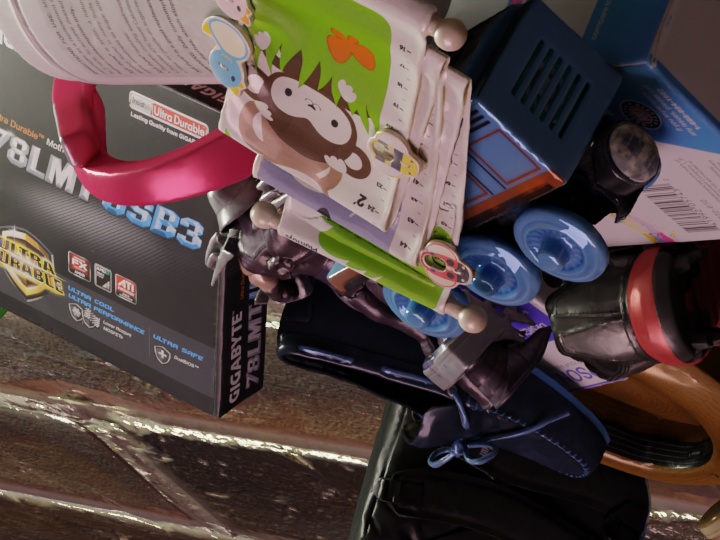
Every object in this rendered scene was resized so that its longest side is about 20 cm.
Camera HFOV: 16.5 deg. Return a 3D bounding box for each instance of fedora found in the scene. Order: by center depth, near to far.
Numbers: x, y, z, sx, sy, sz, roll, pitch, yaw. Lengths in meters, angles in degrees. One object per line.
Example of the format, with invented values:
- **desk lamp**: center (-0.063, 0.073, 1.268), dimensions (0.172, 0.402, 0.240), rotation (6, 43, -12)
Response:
- **fedora**: center (0.165, 0.055, 1.479), dimensions (0.200, 0.082, 0.201), rotation (19, 158, 8)

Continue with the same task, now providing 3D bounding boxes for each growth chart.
- **growth chart**: center (-0.009, -0.066, 1.075), dimensions (0.145, 0.018, 0.200), rotation (23, 143, 23)

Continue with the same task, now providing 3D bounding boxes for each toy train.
- **toy train**: center (0.050, -0.043, 1.137), dimensions (0.114, 0.087, 0.200), rotation (43, 146, -16)

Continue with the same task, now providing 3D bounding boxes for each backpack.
- **backpack**: center (0.102, 0.155, 1.702), dimensions (0.200, 0.163, 0.154), rotation (17, 167, -3)

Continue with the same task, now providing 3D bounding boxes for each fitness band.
- **fitness band**: center (-0.082, -0.092, 1.245), dimensions (0.143, 0.200, 0.037), rotation (-19, 117, 0)

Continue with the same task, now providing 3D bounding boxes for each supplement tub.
- **supplement tub**: center (-0.066, -0.152, 1.156), dimensions (0.200, 0.132, 0.132), rotation (4, 152, 39)

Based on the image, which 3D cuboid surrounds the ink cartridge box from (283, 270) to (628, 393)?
- **ink cartridge box**: center (0.031, 0.007, 1.403), dimensions (0.200, 0.043, 0.198), rotation (38, 153, -19)

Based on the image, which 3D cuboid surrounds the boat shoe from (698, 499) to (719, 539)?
- **boat shoe**: center (0.270, 0.139, 1.461), dimensions (0.071, 0.065, 0.200), rotation (-40, 164, 35)

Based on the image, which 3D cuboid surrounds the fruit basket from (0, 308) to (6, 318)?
- **fruit basket**: center (-0.261, -0.083, 1.547), dimensions (0.215, 0.156, 0.216), rotation (1, 117, 2)

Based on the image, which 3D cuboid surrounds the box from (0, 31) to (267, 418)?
- **box**: center (-0.138, -0.042, 1.403), dimensions (0.200, 0.050, 0.199), rotation (26, 129, 29)

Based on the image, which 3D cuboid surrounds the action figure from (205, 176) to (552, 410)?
- **action figure**: center (0.000, 0.000, 1.295), dimensions (0.200, 0.069, 0.130), rotation (33, 155, -8)

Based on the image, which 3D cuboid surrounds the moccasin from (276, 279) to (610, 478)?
- **moccasin**: center (0.041, 0.072, 1.387), dimensions (0.200, 0.068, 0.080), rotation (27, 156, -3)

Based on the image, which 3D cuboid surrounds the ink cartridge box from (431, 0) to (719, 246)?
- **ink cartridge box**: center (0.116, -0.082, 1.203), dimensions (0.200, 0.085, 0.145), rotation (-5, 145, 46)

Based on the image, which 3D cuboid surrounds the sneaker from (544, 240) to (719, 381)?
- **sneaker**: center (0.158, 0.015, 1.311), dimensions (0.098, 0.071, 0.200), rotation (-12, 180, 26)
